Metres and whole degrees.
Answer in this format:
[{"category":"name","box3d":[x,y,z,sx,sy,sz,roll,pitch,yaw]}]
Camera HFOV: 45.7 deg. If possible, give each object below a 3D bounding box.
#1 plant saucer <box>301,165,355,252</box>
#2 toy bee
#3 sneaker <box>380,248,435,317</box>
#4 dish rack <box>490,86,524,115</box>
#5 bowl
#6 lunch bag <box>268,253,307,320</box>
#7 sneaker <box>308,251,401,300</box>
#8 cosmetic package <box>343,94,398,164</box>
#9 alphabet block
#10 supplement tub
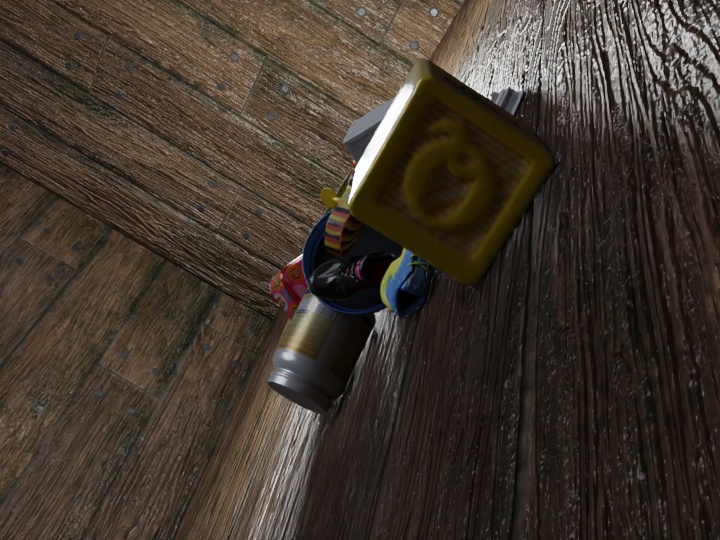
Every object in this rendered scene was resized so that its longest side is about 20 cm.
[{"category":"plant saucer","box3d":[-0.016,-0.106,1.695,0.202,0.048,0.199,-57,-14,11]},{"category":"toy bee","box3d":[-0.008,-0.128,1.439,0.110,0.128,0.203,73,-157,-46]},{"category":"sneaker","box3d":[0.097,-0.015,1.290,0.106,0.074,0.203,-107,38,-64]},{"category":"dish rack","box3d":[0.195,-0.220,1.438,0.174,0.043,0.200,-64,6,-10]},{"category":"bowl","box3d":[-0.003,-0.017,1.491,0.204,0.197,0.039,-62,-15,-14]},{"category":"lunch bag","box3d":[-0.097,0.047,1.958,0.082,0.177,0.199,-39,-1,43]},{"category":"sneaker","box3d":[0.000,0.000,1.410,0.084,0.196,0.079,35,-133,-63]},{"category":"cosmetic package","box3d":[0.072,-0.167,1.385,0.106,0.201,0.085,-28,22,26]},{"category":"alphabet block","box3d":[0.110,-0.133,1.101,0.198,0.194,0.201,-59,7,19]},{"category":"supplement tub","box3d":[-0.071,0.140,1.539,0.203,0.143,0.144,-63,8,-18]}]
